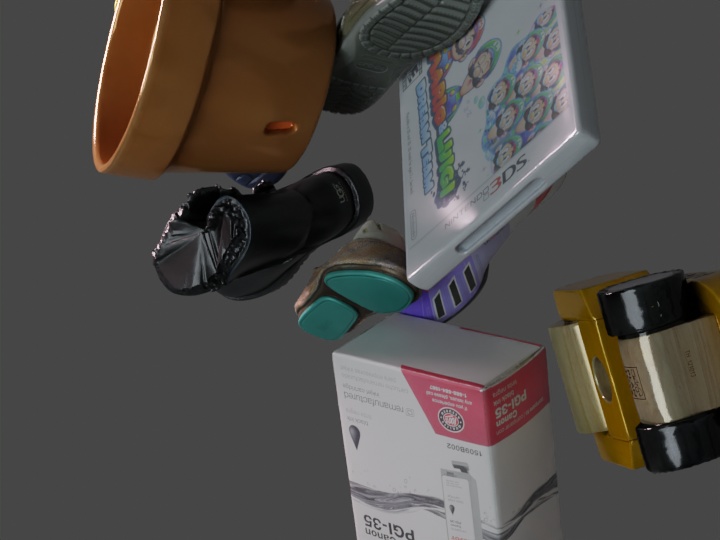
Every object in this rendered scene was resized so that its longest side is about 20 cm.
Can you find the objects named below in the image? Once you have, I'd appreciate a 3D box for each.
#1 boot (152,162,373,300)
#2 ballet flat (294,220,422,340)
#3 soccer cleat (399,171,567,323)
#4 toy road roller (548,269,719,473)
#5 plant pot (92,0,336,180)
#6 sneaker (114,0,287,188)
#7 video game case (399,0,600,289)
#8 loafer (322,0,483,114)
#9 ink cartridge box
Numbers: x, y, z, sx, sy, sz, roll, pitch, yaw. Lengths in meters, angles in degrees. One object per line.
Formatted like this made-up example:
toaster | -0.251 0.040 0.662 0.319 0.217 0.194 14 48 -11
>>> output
boot | -0.105 -0.019 1.298 0.200 0.168 0.077 -29 82 42
ballet flat | 0.000 0.000 1.247 0.068 0.068 0.200 29 159 -16
soccer cleat | 0.072 -0.027 1.205 0.068 0.073 0.200 52 129 17
toy road roller | 0.222 0.054 1.087 0.200 0.145 0.124 169 84 -79
plant pot | -0.106 -0.154 1.218 0.200 0.139 0.202 -166 90 -70
sneaker | -0.120 -0.159 1.344 0.074 0.082 0.201 -33 95 5
video game case | 0.089 -0.113 1.128 0.182 0.024 0.201 -42 36 39
loafer | 0.018 -0.187 1.199 0.200 0.075 0.070 -34 50 48
ink cartridge box | 0.068 0.148 1.225 0.146 0.083 0.201 11 118 38
